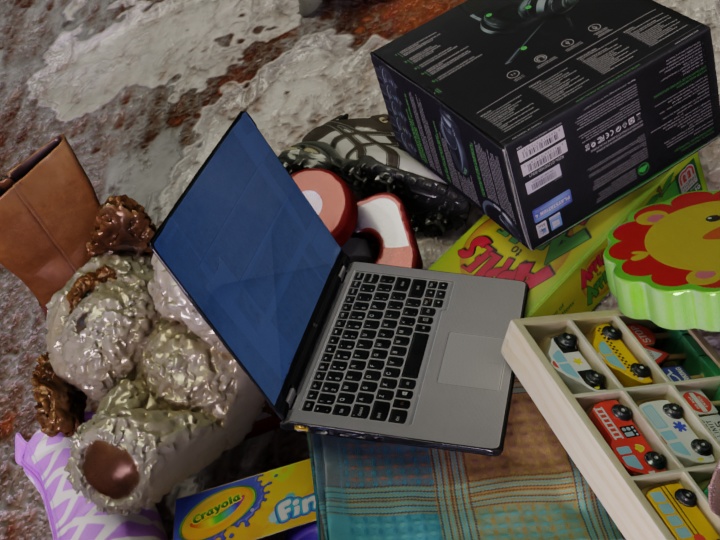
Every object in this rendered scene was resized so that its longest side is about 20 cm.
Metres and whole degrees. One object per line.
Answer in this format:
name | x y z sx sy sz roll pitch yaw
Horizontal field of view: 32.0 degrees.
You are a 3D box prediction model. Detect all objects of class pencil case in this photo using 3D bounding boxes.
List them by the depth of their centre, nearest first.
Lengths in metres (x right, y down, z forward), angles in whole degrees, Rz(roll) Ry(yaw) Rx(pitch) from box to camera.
pencil case | -0.178 0.180 0.852 0.085 0.084 0.200 -5 31 -22

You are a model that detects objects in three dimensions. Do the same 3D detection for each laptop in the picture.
laptop | 0.000 0.000 0.762 0.199 0.116 0.187 7 32 9

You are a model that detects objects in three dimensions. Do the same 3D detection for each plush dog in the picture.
plush dog | -0.141 0.049 0.853 0.171 0.160 0.201 26 93 28

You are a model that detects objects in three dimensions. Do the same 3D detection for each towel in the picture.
towel | 0.069 0.112 0.730 0.199 0.022 0.147 -4 43 -5

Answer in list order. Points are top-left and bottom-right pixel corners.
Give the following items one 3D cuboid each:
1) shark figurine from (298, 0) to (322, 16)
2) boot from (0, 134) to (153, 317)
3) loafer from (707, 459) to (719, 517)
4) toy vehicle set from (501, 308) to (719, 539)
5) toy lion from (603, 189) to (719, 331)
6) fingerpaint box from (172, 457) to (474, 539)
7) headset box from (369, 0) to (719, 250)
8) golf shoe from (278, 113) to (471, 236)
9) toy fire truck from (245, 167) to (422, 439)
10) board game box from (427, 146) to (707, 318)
shark figurine | -0.056 -0.316 1.310 0.128 0.090 0.214 -13 38 -36
boot | -0.193 -0.033 0.994 0.188 0.200 0.069 -30 40 -2
loafer | 0.238 0.088 0.676 0.071 0.073 0.200 28 32 37
toy vehicle set | 0.180 0.097 0.715 0.124 0.027 0.200 -5 40 -25
toy lion | 0.253 -0.007 0.763 0.191 0.069 0.200 -17 25 -6
fingerpaint box | -0.013 0.194 0.753 0.199 0.073 0.167 -18 41 12
headset box | 0.127 -0.132 0.910 0.174 0.093 0.200 -31 40 -13
golf shoe | 0.021 -0.091 1.027 0.200 0.078 0.095 20 59 41
toy fire truck | -0.046 0.030 0.934 0.199 0.112 0.169 -19 67 10
board game box | 0.146 -0.025 0.907 0.200 0.048 0.101 -43 43 -16
